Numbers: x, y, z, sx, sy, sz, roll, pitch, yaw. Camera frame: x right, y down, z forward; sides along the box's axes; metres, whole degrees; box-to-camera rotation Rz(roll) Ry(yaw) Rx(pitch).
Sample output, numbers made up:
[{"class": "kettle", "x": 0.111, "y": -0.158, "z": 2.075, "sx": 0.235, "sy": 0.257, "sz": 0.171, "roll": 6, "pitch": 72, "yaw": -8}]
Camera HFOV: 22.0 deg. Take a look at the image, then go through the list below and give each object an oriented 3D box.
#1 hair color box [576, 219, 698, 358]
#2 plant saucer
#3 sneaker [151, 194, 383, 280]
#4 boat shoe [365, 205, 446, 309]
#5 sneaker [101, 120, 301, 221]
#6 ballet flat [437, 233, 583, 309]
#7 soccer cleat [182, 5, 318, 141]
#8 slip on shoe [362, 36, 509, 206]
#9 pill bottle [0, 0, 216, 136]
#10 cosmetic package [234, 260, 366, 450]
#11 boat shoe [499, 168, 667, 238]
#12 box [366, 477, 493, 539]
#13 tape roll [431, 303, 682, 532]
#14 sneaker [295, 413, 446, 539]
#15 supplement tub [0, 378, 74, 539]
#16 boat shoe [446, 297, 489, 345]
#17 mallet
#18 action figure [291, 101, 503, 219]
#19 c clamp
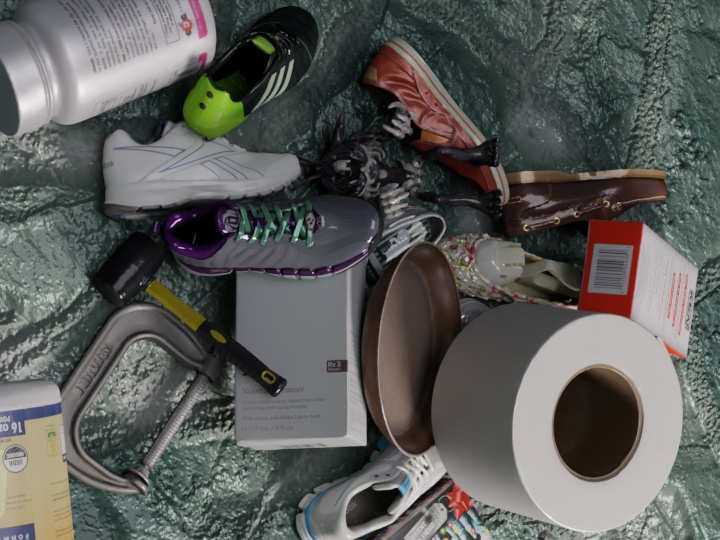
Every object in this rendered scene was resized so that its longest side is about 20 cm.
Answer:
[{"class": "hair color box", "x": 0.283, "y": 0.020, "z": 1.880, "sx": 0.200, "sy": 0.061, "sz": 0.103, "roll": 28, "pitch": 69, "yaw": -61}, {"class": "plant saucer", "x": 0.046, "y": 0.073, "z": 1.741, "sx": 0.200, "sy": 0.032, "sz": 0.203, "roll": 1, "pitch": 90, "yaw": -65}, {"class": "sneaker", "x": -0.081, "y": -0.031, "z": 1.629, "sx": 0.198, "sy": 0.088, "sz": 0.075, "roll": -8, "pitch": 77, "yaw": 14}, {"class": "boat shoe", "x": 0.000, "y": 0.000, "z": 1.773, "sx": 0.200, "sy": 0.067, "sz": 0.074, "roll": -45, "pitch": 107, "yaw": -24}, {"class": "sneaker", "x": -0.144, "y": -0.097, "z": 1.699, "sx": 0.198, "sy": 0.074, "sz": 0.088, "roll": -6, "pitch": 84, "yaw": -31}, {"class": "ballet flat", "x": 0.162, "y": 0.000, "z": 1.867, "sx": 0.198, "sy": 0.064, "sz": 0.076, "roll": 15, "pitch": 62, "yaw": -28}, {"class": "soccer cleat", "x": -0.090, "y": -0.193, "z": 1.705, "sx": 0.067, "sy": 0.081, "sz": 0.200, "roll": 40, "pitch": 49, "yaw": 1}, {"class": "slip on shoe", "x": 0.074, "y": -0.136, "z": 1.828, "sx": 0.061, "sy": 0.074, "sz": 0.200, "roll": -43, "pitch": 105, "yaw": -9}, {"class": "pill bottle", "x": -0.236, "y": -0.197, "z": 1.627, "sx": 0.199, "sy": 0.113, "sz": 0.114, "roll": -26, "pitch": 99, "yaw": -29}, {"class": "cosmetic package", "x": -0.054, "y": 0.059, "z": 1.692, "sx": 0.112, "sy": 0.081, "sz": 0.202, "roll": -5, "pitch": 79, "yaw": 12}, {"class": "boat shoe", "x": 0.229, "y": -0.067, "z": 1.908, "sx": 0.198, "sy": 0.070, "sz": 0.071, "roll": -5, "pitch": 82, "yaw": -21}, {"class": "box", "x": 0.050, "y": 0.315, "z": 1.796, "sx": 0.200, "sy": 0.040, "sz": 0.138, "roll": -38, "pitch": 104, "yaw": -26}, {"class": "tape roll", "x": 0.185, "y": 0.136, "z": 1.750, "sx": 0.201, "sy": 0.139, "sz": 0.205, "roll": -2, "pitch": 93, "yaw": -31}, {"class": "sneaker", "x": 0.035, "y": 0.202, "z": 1.769, "sx": 0.200, "sy": 0.086, "sz": 0.075, "roll": -38, "pitch": 103, "yaw": -28}, {"class": "supplement tub", "x": -0.312, "y": 0.196, "z": 1.538, "sx": 0.143, "sy": 0.144, "sz": 0.202, "roll": -5, "pitch": 89, "yaw": -30}, {"class": "boat shoe", "x": 0.153, "y": 0.114, "z": 1.851, "sx": 0.072, "sy": 0.068, "sz": 0.201, "roll": -33, "pitch": 103, "yaw": -27}, {"class": "mallet", "x": -0.154, "y": 0.052, "z": 1.652, "sx": 0.066, "sy": 0.041, "sz": 0.200, "roll": -41, "pitch": 76, "yaw": -19}, {"class": "action figure", "x": 0.035, "y": -0.097, "z": 1.751, "sx": 0.198, "sy": 0.102, "sz": 0.120, "roll": 2, "pitch": 77, "yaw": -3}, {"class": "c clamp", "x": -0.185, "y": 0.123, "z": 1.683, "sx": 0.171, "sy": 0.027, "sz": 0.200, "roll": 47, "pitch": 66, "yaw": -19}]
